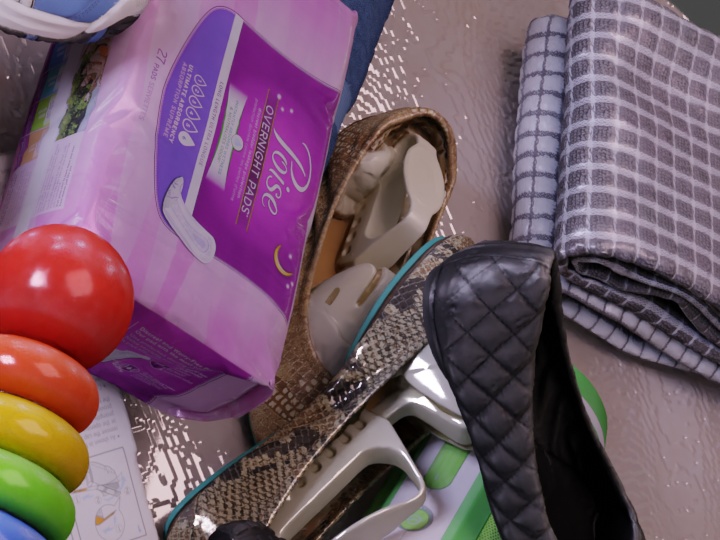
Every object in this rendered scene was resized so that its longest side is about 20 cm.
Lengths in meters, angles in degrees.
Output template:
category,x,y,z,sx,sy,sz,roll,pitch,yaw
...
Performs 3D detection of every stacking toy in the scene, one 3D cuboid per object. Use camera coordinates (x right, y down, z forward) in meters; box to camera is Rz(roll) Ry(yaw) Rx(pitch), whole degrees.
category,x,y,z,sx,sy,sz,roll,pitch,yaw
stacking toy,-0.130,0.075,0.908,0.085,0.085,0.201,30,61,-24

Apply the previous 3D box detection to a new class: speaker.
category,x,y,z,sx,sy,sz,roll,pitch,yaw
speaker,0.038,0.121,1.119,0.088,0.088,0.200,45,46,-11

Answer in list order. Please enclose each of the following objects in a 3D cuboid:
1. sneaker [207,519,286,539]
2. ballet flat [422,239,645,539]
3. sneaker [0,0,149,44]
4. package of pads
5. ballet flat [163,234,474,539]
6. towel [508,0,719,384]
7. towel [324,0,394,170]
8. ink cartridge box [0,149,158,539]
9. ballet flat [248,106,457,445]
category,x,y,z,sx,sy,sz,roll,pitch,yaw
sneaker,-0.044,0.199,0.997,0.076,0.087,0.201,15,57,-68
ballet flat,0.083,0.076,1.068,0.067,0.057,0.201,-57,130,-45
sneaker,-0.153,-0.153,0.960,0.199,0.077,0.076,32,20,-28
package of pads,-0.074,-0.050,1.059,0.120,0.075,0.201,33,54,-32
ballet flat,0.005,0.071,1.086,0.200,0.075,0.068,-45,143,-22
towel,0.171,-0.035,1.320,0.199,0.085,0.167,23,54,-29
towel,-0.047,-0.105,1.199,0.111,0.048,0.201,39,47,-19
ink cartridge box,-0.166,0.061,1.019,0.162,0.050,0.201,-14,91,-45
ballet flat,0.000,0.000,1.167,0.070,0.065,0.201,33,50,-24
